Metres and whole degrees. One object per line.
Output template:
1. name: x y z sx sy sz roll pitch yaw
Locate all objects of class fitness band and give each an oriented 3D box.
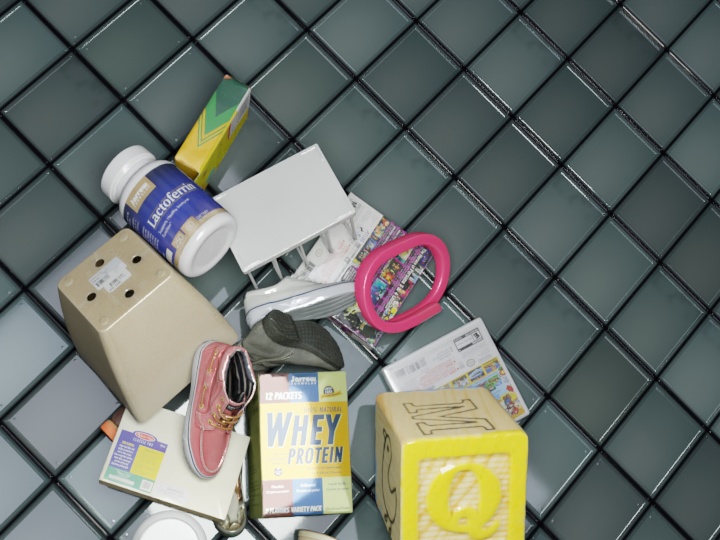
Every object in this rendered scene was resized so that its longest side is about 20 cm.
1. fitness band: 0.072 0.019 1.651 0.198 0.037 0.146 -25 110 -34

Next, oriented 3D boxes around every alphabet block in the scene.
1. alphabet block: 0.133 0.304 1.525 0.193 0.200 0.199 -4 103 -10

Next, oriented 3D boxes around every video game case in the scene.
1. video game case: 0.159 0.203 1.678 0.198 0.023 0.184 -25 82 -16
2. video game case: 0.000 0.000 1.691 0.180 0.036 0.201 34 73 -1

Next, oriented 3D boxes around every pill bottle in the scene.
1. pill bottle: -0.293 -0.093 1.521 0.199 0.116 0.116 39 73 15
2. pill bottle: -0.277 0.407 1.455 0.112 0.200 0.117 2 75 -9

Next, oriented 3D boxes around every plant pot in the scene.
1. plant pot: -0.335 0.063 1.501 0.199 0.178 0.199 -41 56 -16

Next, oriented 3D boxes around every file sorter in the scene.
1. file sorter: -0.120 -0.076 1.620 0.198 0.125 0.140 -28 67 -7

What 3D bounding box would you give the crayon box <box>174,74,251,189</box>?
1. crayon box: -0.251 -0.207 1.648 0.050 0.127 0.202 28 72 -2

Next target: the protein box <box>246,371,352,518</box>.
1. protein box: -0.097 0.269 1.522 0.132 0.199 0.204 0 76 -12

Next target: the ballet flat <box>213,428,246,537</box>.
1. ballet flat: -0.211 0.312 1.562 0.066 0.064 0.204 -10 78 -12

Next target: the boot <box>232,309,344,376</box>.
1. boot: -0.128 0.136 1.611 0.130 0.199 0.068 -36 50 23

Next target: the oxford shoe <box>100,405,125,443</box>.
1. oxford shoe: -0.308 0.286 1.547 0.200 0.071 0.073 44 71 3

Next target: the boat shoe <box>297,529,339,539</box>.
1. boat shoe: -0.017 0.468 1.558 0.198 0.072 0.066 31 72 -7

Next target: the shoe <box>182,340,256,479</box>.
1. shoe: -0.205 0.206 1.460 0.071 0.090 0.204 6 86 -39

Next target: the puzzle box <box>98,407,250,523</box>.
1. puzzle box: -0.277 0.284 1.508 0.197 0.026 0.135 19 62 -4

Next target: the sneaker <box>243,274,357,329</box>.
1. sneaker: -0.094 0.038 1.611 0.197 0.073 0.072 -12 62 -18
